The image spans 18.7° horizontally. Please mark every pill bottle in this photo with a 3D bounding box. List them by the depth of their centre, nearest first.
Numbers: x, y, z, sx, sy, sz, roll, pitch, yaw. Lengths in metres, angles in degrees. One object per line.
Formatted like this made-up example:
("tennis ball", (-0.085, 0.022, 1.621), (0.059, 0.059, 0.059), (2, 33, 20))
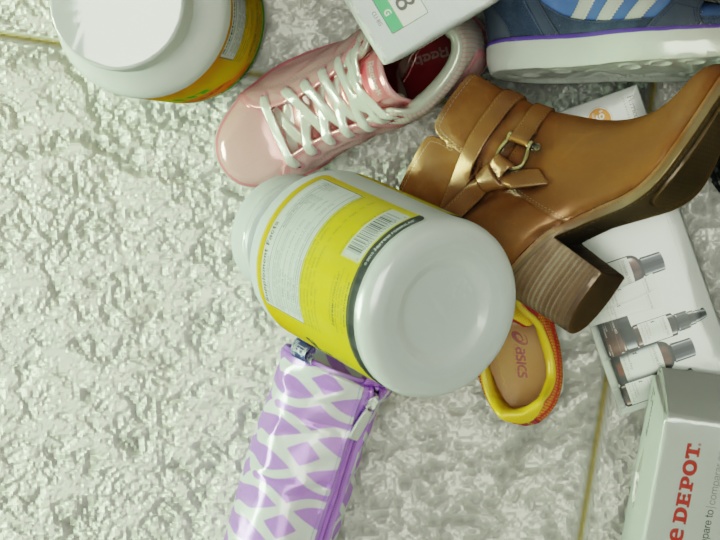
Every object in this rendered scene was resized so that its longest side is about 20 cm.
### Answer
("pill bottle", (0.000, 0.000, 1.362), (0.112, 0.200, 0.112), (-10, 109, -29))
("pill bottle", (-0.130, -0.163, 1.376), (0.111, 0.200, 0.111), (0, 93, 8))

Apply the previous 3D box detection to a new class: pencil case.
("pencil case", (-0.036, 0.145, 1.437), (0.085, 0.084, 0.200), (23, 101, 37))

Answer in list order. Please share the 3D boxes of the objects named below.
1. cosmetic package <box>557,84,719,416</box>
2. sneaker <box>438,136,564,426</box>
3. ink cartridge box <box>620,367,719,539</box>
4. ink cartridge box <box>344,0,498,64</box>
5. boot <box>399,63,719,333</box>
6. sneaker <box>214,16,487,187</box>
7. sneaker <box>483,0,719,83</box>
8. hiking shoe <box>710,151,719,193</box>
("cosmetic package", (0.175, -0.014, 1.419), (0.082, 0.051, 0.200), (-20, 90, 7))
("sneaker", (0.092, 0.002, 1.418), (0.073, 0.077, 0.200), (-19, 87, 9))
("ink cartridge box", (0.273, 0.154, 1.374), (0.200, 0.084, 0.145), (8, 110, 2))
("ink cartridge box", (0.060, -0.242, 1.315), (0.200, 0.050, 0.161), (-30, 95, 11))
("boot", (0.131, -0.078, 1.363), (0.155, 0.077, 0.200), (40, 102, 24))
("sneaker", (-0.013, -0.115, 1.413), (0.200, 0.105, 0.075), (-25, 91, 9))
("sneaker", (0.171, -0.197, 1.382), (0.200, 0.081, 0.147), (-1, 83, 20))
("hiking shoe", (0.293, -0.057, 1.399), (0.200, 0.074, 0.087), (43, 84, -3))
